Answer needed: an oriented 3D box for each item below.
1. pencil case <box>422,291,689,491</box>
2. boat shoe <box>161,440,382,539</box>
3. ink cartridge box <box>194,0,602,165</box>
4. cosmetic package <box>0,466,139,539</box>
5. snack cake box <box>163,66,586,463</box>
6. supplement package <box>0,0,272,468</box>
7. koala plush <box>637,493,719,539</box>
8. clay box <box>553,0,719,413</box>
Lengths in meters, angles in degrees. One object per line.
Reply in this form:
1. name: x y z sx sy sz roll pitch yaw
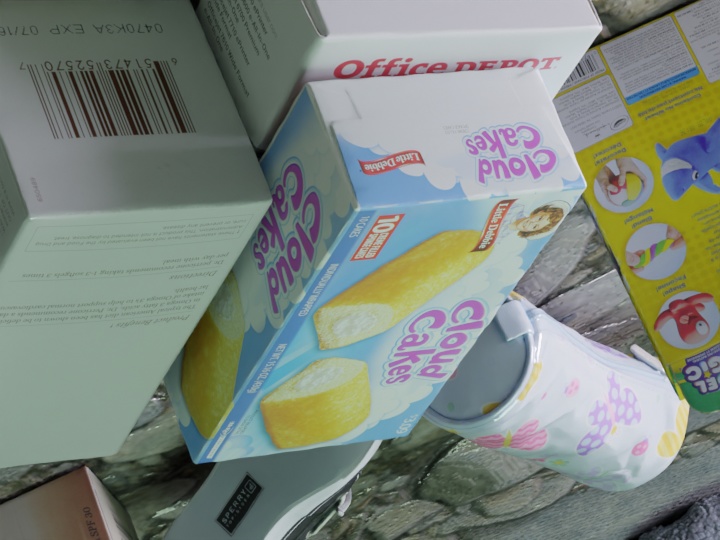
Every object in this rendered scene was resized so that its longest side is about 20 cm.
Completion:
1. pencil case: 0.108 0.068 1.574 0.091 0.083 0.200 -22 155 29
2. boat shoe: -0.035 0.114 1.555 0.200 0.074 0.068 -57 160 21
3. ink cartridge box: -0.006 -0.074 1.241 0.145 0.084 0.200 -5 147 -30
4. cosmetic package: -0.214 0.203 1.554 0.200 0.104 0.087 -26 151 2
5. snack cake box: 0.000 0.000 1.212 0.115 0.067 0.200 -5 148 -29
6. supplement package: -0.140 -0.013 1.211 0.117 0.118 0.200 -5 147 -33
7. koala plush: 0.275 0.270 1.930 0.177 0.200 0.184 -16 151 -12
8. clay box: 0.171 -0.028 1.329 0.115 0.200 0.048 -24 153 3
